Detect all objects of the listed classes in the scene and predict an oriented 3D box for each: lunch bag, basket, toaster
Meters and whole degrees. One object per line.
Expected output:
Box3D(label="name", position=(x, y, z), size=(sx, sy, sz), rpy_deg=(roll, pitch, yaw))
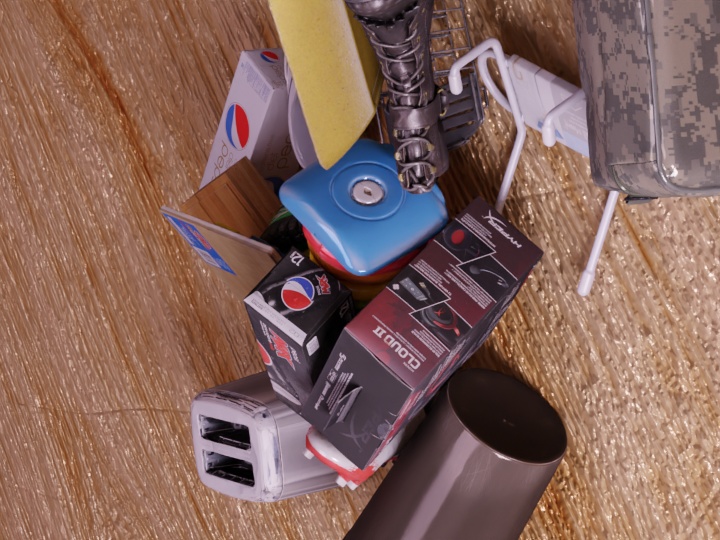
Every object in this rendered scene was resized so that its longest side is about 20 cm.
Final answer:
Box3D(label="lunch bag", position=(0.210, -0.148, 1.071), size=(0.167, 0.138, 0.203), rpy_deg=(-179, 83, -70))
Box3D(label="basket", position=(0.080, 0.194, 1.337), size=(0.135, 0.180, 0.201), rpy_deg=(30, 121, 6))
Box3D(label="toaster", position=(-0.079, 0.163, 1.560), size=(0.199, 0.128, 0.115), rpy_deg=(7, 105, 53))

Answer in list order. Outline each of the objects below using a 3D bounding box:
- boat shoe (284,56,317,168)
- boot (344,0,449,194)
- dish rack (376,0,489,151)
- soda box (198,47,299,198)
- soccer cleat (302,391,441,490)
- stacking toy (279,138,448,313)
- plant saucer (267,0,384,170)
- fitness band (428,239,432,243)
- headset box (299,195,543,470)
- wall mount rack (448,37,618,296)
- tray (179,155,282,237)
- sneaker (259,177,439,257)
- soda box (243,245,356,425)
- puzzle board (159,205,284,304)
Box3D(label="boat shoe", position=(-0.034, -0.187, 1.462), size=(0.065, 0.073, 0.203), rpy_deg=(-179, 93, -78))
Box3D(label="boot", position=(0.036, -0.144, 1.183), size=(0.068, 0.200, 0.177), rpy_deg=(-5, 101, 14))
Box3D(label="dish rack", position=(0.037, -0.197, 1.370), size=(0.153, 0.054, 0.203), rpy_deg=(-12, 89, 55))
Box3D(label="soda box", position=(-0.101, -0.120, 1.568), size=(0.064, 0.068, 0.201), rpy_deg=(52, 136, 32))
Box3D(label="soccer cleat", position=(0.014, 0.133, 1.368), size=(0.068, 0.200, 0.086), rpy_deg=(38, 103, 20))
Box3D(label="stacking toy", position=(0.000, 0.000, 1.330), size=(0.116, 0.109, 0.201), rpy_deg=(44, 150, 27))
Box3D(label="plant saucer", position=(-0.016, -0.216, 1.231), size=(0.048, 0.201, 0.201), rpy_deg=(-5, 131, 16))
Box3D(label="fitness band", position=(0.025, -0.010, 1.450), size=(0.143, 0.037, 0.202), rpy_deg=(-39, 68, 51))
Box3D(label="headset box", position=(0.042, 0.057, 1.264), size=(0.075, 0.200, 0.149), rpy_deg=(40, 147, 9))
Box3D(label="wall mount rack", position=(0.142, -0.085, 1.243), size=(0.200, 0.074, 0.175), rpy_deg=(36, 157, 45))
Box3D(label="tray", position=(-0.083, -0.005, 1.531), size=(0.201, 0.037, 0.098), rpy_deg=(52, 144, -8))
Box3D(label="sneaker", position=(-0.012, -0.067, 1.398), size=(0.199, 0.078, 0.086), rpy_deg=(-24, 34, 36))
Box3D(label="soda box", position=(-0.041, 0.065, 1.337), size=(0.070, 0.063, 0.201), rpy_deg=(36, 161, 22))
Box3D(label="puzzle board", position=(-0.082, 0.015, 1.442), size=(0.150, 0.017, 0.200), rpy_deg=(22, 159, 41))
